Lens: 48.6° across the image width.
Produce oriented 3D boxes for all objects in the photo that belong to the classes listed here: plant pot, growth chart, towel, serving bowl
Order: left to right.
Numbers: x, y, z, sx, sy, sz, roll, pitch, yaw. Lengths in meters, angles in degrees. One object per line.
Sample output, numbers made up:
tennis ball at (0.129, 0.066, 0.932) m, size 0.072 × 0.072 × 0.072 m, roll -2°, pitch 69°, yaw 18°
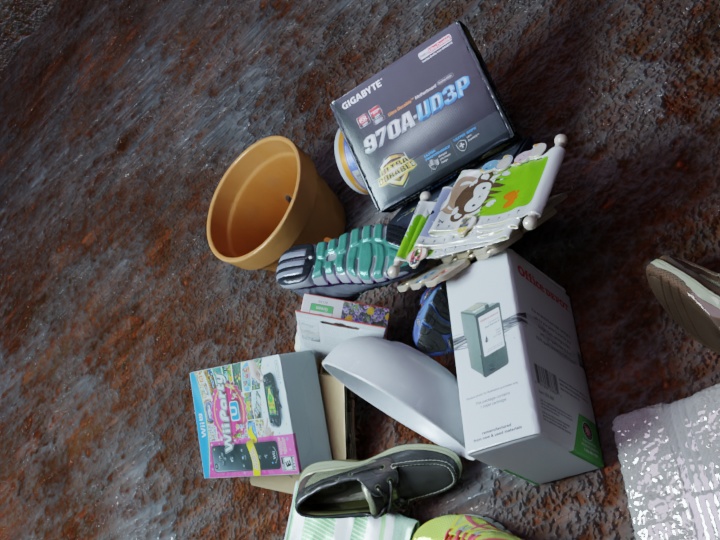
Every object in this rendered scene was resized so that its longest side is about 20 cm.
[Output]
plant pot at (-0.115, -0.082, 1.206) m, size 0.199 × 0.139 × 0.202 m, roll -22°, pitch 55°, yaw 35°
towel at (-0.023, 0.347, 0.952) m, size 0.199 × 0.023 × 0.155 m, roll 6°, pitch 82°, yaw 45°
serving bowl at (0.056, 0.129, 0.887) m, size 0.199 × 0.200 × 0.066 m, roll 19°, pitch 73°, yaw 47°
growth chart at (0.123, -0.069, 0.842) m, size 0.199 × 0.018 × 0.146 m, roll -19°, pitch 38°, yaw 40°
towel at (0.305, 0.209, 0.718) m, size 0.132 × 0.034 × 0.202 m, roll -26°, pitch 52°, yaw 31°

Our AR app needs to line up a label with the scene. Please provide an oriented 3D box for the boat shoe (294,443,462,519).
boat shoe at (0.018, 0.250, 0.908) m, size 0.198 × 0.072 × 0.066 m, roll -11°, pitch 23°, yaw 16°

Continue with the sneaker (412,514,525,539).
sneaker at (0.122, 0.290, 0.810) m, size 0.199 × 0.090 × 0.079 m, roll -3°, pitch 68°, yaw 45°

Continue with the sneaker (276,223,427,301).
sneaker at (0.000, 0.000, 0.958) m, size 0.198 × 0.088 × 0.075 m, roll -5°, pitch 58°, yaw 29°

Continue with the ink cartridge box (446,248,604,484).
ink cartridge box at (0.168, 0.101, 0.827) m, size 0.084 × 0.145 × 0.202 m, roll -25°, pitch 52°, yaw 32°

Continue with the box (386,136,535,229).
box at (0.120, -0.080, 0.980) m, size 0.199 × 0.051 × 0.158 m, roll -27°, pitch 13°, yaw 33°

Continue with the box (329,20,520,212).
box at (0.079, -0.188, 1.001) m, size 0.199 × 0.046 × 0.160 m, roll -27°, pitch 82°, yaw 24°

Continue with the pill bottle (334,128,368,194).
pill bottle at (0.069, -0.182, 1.101) m, size 0.198 × 0.112 × 0.113 m, roll -15°, pitch 59°, yaw 38°

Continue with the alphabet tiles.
alphabet tiles at (0.134, -0.034, 0.901) m, size 0.195 × 0.015 × 0.200 m, roll -33°, pitch 6°, yaw -19°

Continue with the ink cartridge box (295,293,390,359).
ink cartridge box at (-0.020, 0.068, 0.973) m, size 0.108 × 0.200 × 0.051 m, roll 10°, pitch 69°, yaw 3°

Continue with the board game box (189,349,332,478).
board game box at (-0.135, 0.192, 1.046) m, size 0.199 × 0.064 × 0.150 m, roll -16°, pitch 81°, yaw 44°

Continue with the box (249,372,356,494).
box at (-0.083, 0.216, 1.056) m, size 0.198 × 0.021 × 0.166 m, roll -2°, pitch 90°, yaw 43°

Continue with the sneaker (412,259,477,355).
sneaker at (0.103, 0.046, 0.930) m, size 0.078 × 0.075 × 0.200 m, roll -40°, pitch 3°, yaw 33°

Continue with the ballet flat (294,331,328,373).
ballet flat at (-0.072, 0.133, 1.104) m, size 0.068 × 0.063 × 0.202 m, roll -13°, pitch 60°, yaw 39°

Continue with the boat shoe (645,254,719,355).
boat shoe at (0.358, 0.041, 0.744) m, size 0.074 × 0.075 × 0.203 m, roll -33°, pitch 43°, yaw -5°
